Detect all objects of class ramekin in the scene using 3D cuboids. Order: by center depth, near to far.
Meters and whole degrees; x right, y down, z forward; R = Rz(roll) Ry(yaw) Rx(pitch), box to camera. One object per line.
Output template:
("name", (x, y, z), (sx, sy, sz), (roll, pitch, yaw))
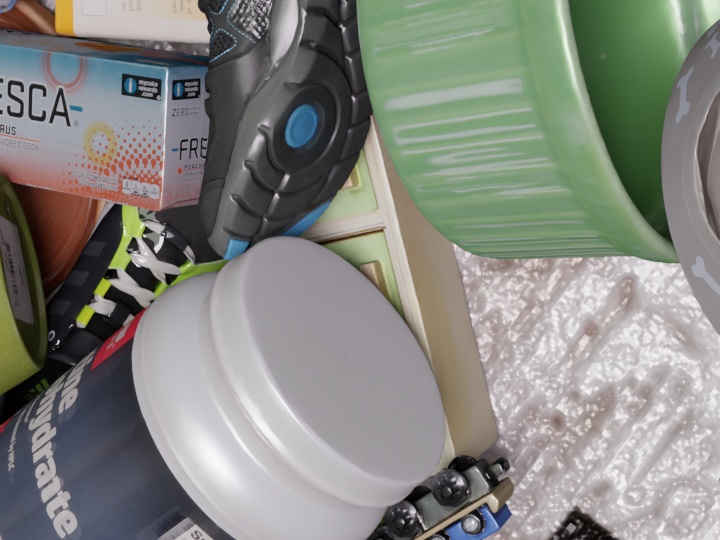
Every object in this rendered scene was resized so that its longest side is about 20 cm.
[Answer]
("ramekin", (0.082, -0.098, 0.717), (0.097, 0.200, 0.201), (-7, 97, 31))

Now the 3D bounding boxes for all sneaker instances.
("sneaker", (-0.037, -0.104, 0.759), (0.082, 0.073, 0.201), (25, 105, 35))
("sneaker", (-0.122, 0.027, 0.866), (0.072, 0.083, 0.200), (34, 109, -20))

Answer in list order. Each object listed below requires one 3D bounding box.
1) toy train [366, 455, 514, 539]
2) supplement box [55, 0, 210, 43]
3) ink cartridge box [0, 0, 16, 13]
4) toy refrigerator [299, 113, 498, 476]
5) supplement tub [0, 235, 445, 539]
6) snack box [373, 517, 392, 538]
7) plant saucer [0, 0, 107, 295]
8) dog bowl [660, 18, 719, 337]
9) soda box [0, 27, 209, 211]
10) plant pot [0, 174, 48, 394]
("toy train", (-0.005, 0.149, 0.810), (0.200, 0.034, 0.046), (-37, 84, 22))
("supplement box", (-0.043, -0.171, 0.818), (0.199, 0.073, 0.127), (7, 102, 22))
("ink cartridge box", (-0.207, -0.243, 0.829), (0.136, 0.076, 0.201), (-41, 64, 49))
("toy refrigerator", (0.000, 0.000, 0.833), (0.076, 0.070, 0.201), (-11, 94, 24))
("supplement tub", (-0.075, 0.089, 0.772), (0.200, 0.140, 0.141), (-37, 84, 28))
("snack box", (0.032, 0.220, 0.859), (0.199, 0.068, 0.169), (15, 104, 21))
("plant saucer", (-0.216, -0.060, 0.933), (0.200, 0.032, 0.201), (4, 100, 23))
("dog bowl", (0.204, -0.033, 0.685), (0.059, 0.200, 0.201), (-22, 90, 58))
("soda box", (-0.152, -0.079, 0.834), (0.199, 0.064, 0.069), (12, 104, 30))
("plant pot", (-0.253, 0.021, 0.794), (0.199, 0.187, 0.188), (-11, 95, 0))
